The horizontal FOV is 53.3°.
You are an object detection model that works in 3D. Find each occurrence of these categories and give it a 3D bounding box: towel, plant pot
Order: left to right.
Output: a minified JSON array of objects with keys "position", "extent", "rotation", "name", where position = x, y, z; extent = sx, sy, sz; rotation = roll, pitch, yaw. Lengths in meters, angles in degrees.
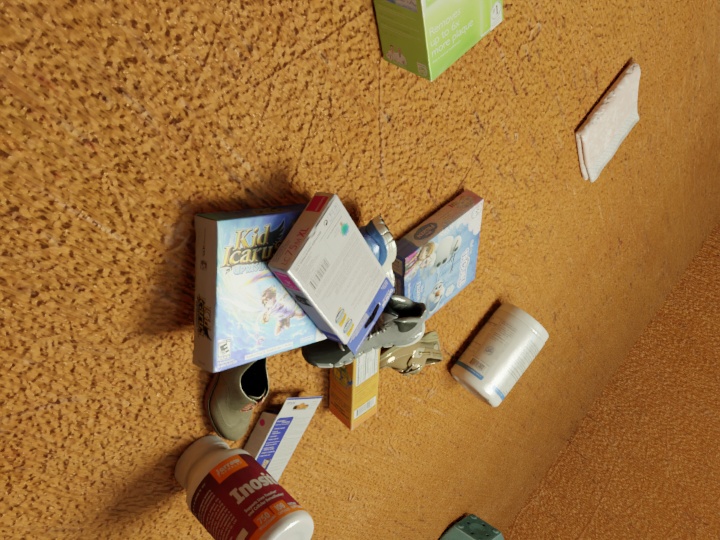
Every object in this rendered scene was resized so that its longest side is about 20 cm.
[{"position":[0.338,0.882,2.225],"extent":[0.195,0.196,0.201],"rotation":[-8,116,-50],"name":"plant pot"},{"position":[0.533,-0.311,1.532],"extent":[0.200,0.032,0.191],"rotation":[-52,148,-8],"name":"towel"}]

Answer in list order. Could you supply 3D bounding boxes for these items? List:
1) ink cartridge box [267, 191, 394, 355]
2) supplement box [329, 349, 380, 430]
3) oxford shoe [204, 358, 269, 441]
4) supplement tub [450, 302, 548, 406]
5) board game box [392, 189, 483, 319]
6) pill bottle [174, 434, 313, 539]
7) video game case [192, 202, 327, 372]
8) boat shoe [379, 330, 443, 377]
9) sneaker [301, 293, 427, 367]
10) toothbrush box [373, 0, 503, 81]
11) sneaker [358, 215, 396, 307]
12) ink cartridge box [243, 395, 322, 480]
[{"position":[-0.031,0.009,0.924],"extent":[0.120,0.042,0.200],"rotation":[-59,138,-23],"name":"ink cartridge box"},{"position":[-0.011,0.174,1.205],"extent":[0.069,0.066,0.201],"rotation":[-28,139,-33],"name":"supplement box"},{"position":[-0.165,0.172,0.982],"extent":[0.070,0.075,0.201],"rotation":[-27,139,-38],"name":"oxford shoe"},{"position":[0.306,0.186,1.585],"extent":[0.200,0.132,0.132],"rotation":[-50,148,-9],"name":"supplement tub"},{"position":[0.130,-0.010,1.248],"extent":[0.199,0.043,0.201],"rotation":[-38,145,-28],"name":"board game box"},{"position":[-0.168,0.323,0.998],"extent":[0.113,0.200,0.113],"rotation":[-34,142,-31],"name":"pill bottle"},{"position":[-0.114,0.014,0.891],"extent":[0.200,0.045,0.182],"rotation":[-13,111,-48],"name":"video game case"},{"position":[0.092,0.157,1.305],"extent":[0.071,0.065,0.200],"rotation":[-30,168,37],"name":"boat shoe"},{"position":[0.008,0.079,1.072],"extent":[0.199,0.075,0.116],"rotation":[-15,154,-15],"name":"sneaker"},{"position":[0.089,-0.352,0.839],"extent":[0.146,0.086,0.200],"rotation":[-43,145,-20],"name":"toothbrush box"},{"position":[0.000,0.000,1.067],"extent":[0.089,0.079,0.200],"rotation":[-20,145,-11],"name":"sneaker"},{"position":[-0.141,0.279,1.154],"extent":[0.095,0.037,0.201],"rotation":[12,112,-56],"name":"ink cartridge box"}]
